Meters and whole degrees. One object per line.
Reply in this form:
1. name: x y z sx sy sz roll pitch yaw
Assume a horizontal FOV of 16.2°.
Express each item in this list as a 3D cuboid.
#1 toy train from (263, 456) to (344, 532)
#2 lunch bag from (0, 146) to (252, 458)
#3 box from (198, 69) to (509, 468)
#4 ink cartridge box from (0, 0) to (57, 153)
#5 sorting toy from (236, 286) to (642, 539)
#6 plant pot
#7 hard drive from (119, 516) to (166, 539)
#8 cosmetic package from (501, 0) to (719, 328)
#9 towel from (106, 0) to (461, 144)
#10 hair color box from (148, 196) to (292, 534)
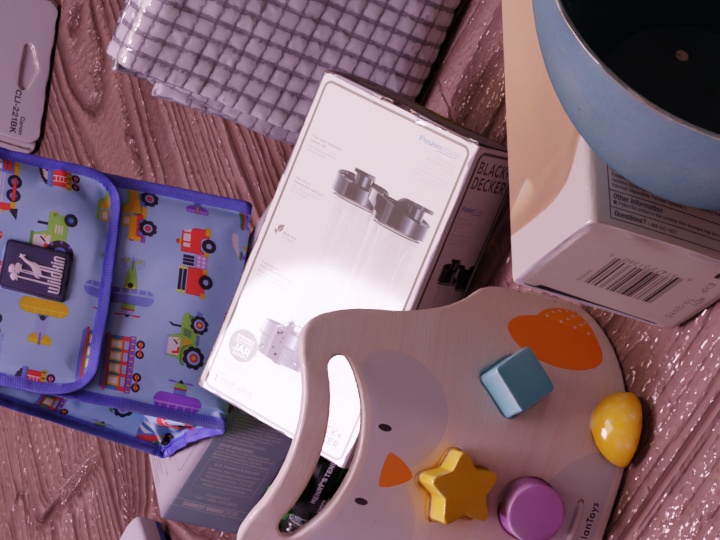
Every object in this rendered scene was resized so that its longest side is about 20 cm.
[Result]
1. toy train: -0.051 0.167 1.545 0.201 0.041 0.057 -62 20 22
2. lunch bag: -0.179 0.015 1.558 0.094 0.199 0.152 -26 54 56
3. box: 0.000 0.000 1.452 0.116 0.060 0.201 26 100 29
4. ink cartridge box: -0.350 -0.152 2.224 0.200 0.083 0.145 -26 52 55
5. sorting toy: 0.030 0.102 1.271 0.107 0.179 0.201 25 98 63
6. plant pot: 0.164 -0.106 1.148 0.135 0.198 0.201 107 165 -60
7. hard drive: -0.149 0.279 1.682 0.132 0.025 0.200 -60 31 25
8. cosmetic package: 0.131 -0.083 1.266 0.071 0.105 0.201 -39 42 48
9. towel: -0.045 -0.169 1.535 0.166 0.199 0.086 -64 28 16
10. hair color box: -0.066 0.061 1.604 0.201 0.060 0.099 -57 32 31
